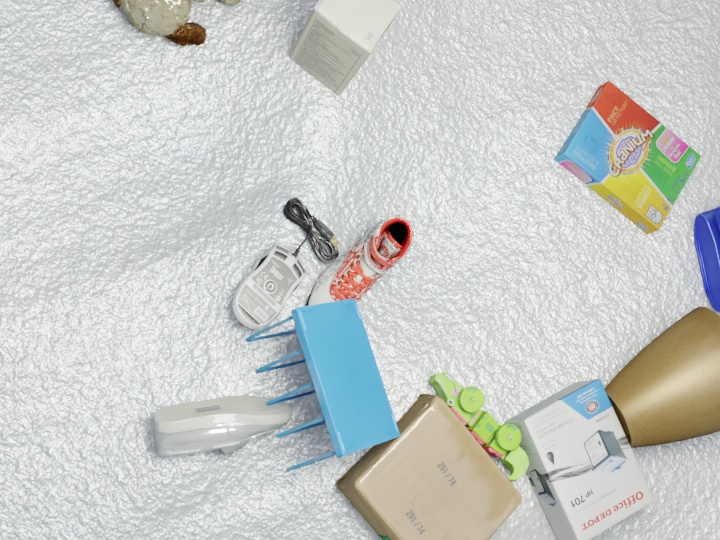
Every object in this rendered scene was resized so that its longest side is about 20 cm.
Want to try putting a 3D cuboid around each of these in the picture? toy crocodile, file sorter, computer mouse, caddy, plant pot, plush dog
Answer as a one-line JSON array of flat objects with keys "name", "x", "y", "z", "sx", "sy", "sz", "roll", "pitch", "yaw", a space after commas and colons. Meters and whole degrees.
[{"name": "toy crocodile", "x": 0.175, "y": 0.227, "z": 1.693, "sx": 0.200, "sy": 0.067, "sz": 0.062, "roll": 45, "pitch": 74, "yaw": -5}, {"name": "file sorter", "x": -0.058, "y": 0.159, "z": 1.579, "sx": 0.138, "sy": 0.121, "sz": 0.203, "roll": -7, "pitch": 76, "yaw": -55}, {"name": "computer mouse", "x": -0.119, "y": 0.000, "z": 1.661, "sx": 0.110, "sy": 0.044, "sz": 0.201, "roll": 43, "pitch": 68, "yaw": -10}, {"name": "caddy", "x": 0.612, "y": -0.025, "z": 1.813, "sx": 0.103, "sy": 0.141, "sz": 0.204, "roll": -10, "pitch": 85, "yaw": -13}, {"name": "plant pot", "x": 0.471, "y": 0.182, "z": 1.734, "sx": 0.197, "sy": 0.186, "sz": 0.189, "roll": -25, "pitch": 88, "yaw": -8}, {"name": "plush dog", "x": -0.270, "y": -0.417, "z": 1.640, "sx": 0.198, "sy": 0.161, "sz": 0.173, "roll": 34, "pitch": 98, "yaw": -8}]

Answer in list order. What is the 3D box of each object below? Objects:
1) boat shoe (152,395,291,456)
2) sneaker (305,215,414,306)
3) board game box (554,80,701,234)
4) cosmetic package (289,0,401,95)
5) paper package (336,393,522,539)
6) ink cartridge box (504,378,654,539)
[{"name": "boat shoe", "x": -0.191, "y": 0.223, "z": 1.597, "sx": 0.197, "sy": 0.072, "sz": 0.070, "roll": -6, "pitch": 112, "yaw": -27}, {"name": "sneaker", "x": 0.000, "y": -0.001, "z": 1.657, "sx": 0.067, "sy": 0.108, "sz": 0.202, "roll": 44, "pitch": 74, "yaw": -5}, {"name": "board game box", "x": 0.430, "y": -0.181, "z": 1.838, "sx": 0.199, "sy": 0.040, "sz": 0.154, "roll": 36, "pitch": 74, "yaw": -8}, {"name": "cosmetic package", "x": -0.025, "y": -0.342, "z": 1.653, "sx": 0.103, "sy": 0.200, "sz": 0.088, "roll": 37, "pitch": 75, "yaw": -7}, {"name": "paper package", "x": 0.098, "y": 0.315, "z": 1.640, "sx": 0.190, "sy": 0.103, "sz": 0.201, "roll": -42, "pitch": 95, "yaw": -15}, {"name": "ink cartridge box", "x": 0.328, "y": 0.286, "z": 1.718, "sx": 0.145, "sy": 0.086, "sz": 0.203, "roll": -25, "pitch": 87, "yaw": -17}]
